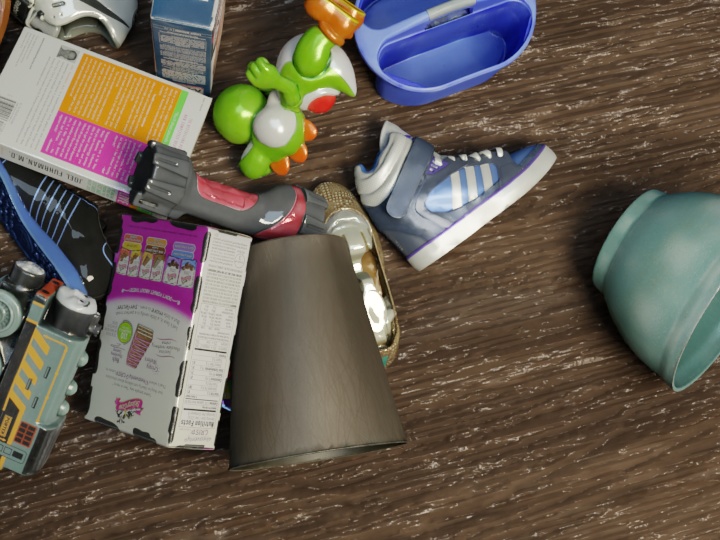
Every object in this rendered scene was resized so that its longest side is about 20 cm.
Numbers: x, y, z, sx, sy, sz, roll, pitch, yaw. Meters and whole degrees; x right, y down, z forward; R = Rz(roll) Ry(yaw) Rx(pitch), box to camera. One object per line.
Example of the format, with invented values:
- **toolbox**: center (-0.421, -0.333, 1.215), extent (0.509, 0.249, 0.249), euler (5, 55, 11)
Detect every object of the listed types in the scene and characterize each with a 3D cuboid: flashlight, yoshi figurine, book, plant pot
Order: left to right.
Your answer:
- **book**: center (-0.262, -0.144, 1.189), extent (0.198, 0.048, 0.135), euler (22, 60, -9)
- **flashlight**: center (-0.125, -0.073, 1.173), extent (0.199, 0.068, 0.068), euler (20, 38, -36)
- **yoshi figurine**: center (-0.084, -0.192, 1.211), extent (0.112, 0.112, 0.201), euler (16, 115, -40)
- **plant pot**: center (0.322, 0.001, 1.227), extent (0.134, 0.201, 0.201), euler (36, 76, 26)

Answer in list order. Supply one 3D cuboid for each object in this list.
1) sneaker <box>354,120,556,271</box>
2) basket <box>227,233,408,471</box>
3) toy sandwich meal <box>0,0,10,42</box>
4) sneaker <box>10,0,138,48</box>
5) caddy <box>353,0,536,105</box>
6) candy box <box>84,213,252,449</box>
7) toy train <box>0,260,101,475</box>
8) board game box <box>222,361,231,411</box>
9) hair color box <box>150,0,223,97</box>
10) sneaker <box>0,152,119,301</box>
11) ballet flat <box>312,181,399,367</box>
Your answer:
- **sneaker**: center (0.089, -0.111, 1.249), extent (0.199, 0.081, 0.147), euler (-37, 91, -9)
- **basket**: center (-0.054, 0.077, 1.147), extent (0.178, 0.136, 0.203), euler (-4, 77, -29)
- **toy sandwich meal**: center (-0.443, -0.260, 1.164), extent (0.202, 0.070, 0.208), euler (1, 103, 3)
- **sneaker**: center (-0.324, -0.276, 1.214), extent (0.197, 0.074, 0.090), euler (12, 78, -7)
- **caddy**: center (0.084, -0.258, 1.258), extent (0.198, 0.105, 0.143), euler (-22, 84, -11)
- **candy box**: center (-0.182, 0.056, 1.138), extent (0.061, 0.135, 0.203), euler (13, 87, -47)
- **toy train**: center (-0.319, 0.093, 1.132), extent (0.113, 0.085, 0.202), euler (24, 102, -5)
- **board game box**: center (-0.131, 0.050, 1.209), extent (0.198, 0.039, 0.159), euler (26, 78, -4)
- **hair color box**: center (-0.164, -0.249, 1.170), extent (0.060, 0.200, 0.101), euler (10, 80, -7)
- **sneaker**: center (-0.303, -0.056, 1.192), extent (0.078, 0.070, 0.201), euler (-30, 82, -32)
- **ballet flat**: center (0.000, 0.000, 1.226), extent (0.070, 0.065, 0.202), euler (-18, 84, -14)
